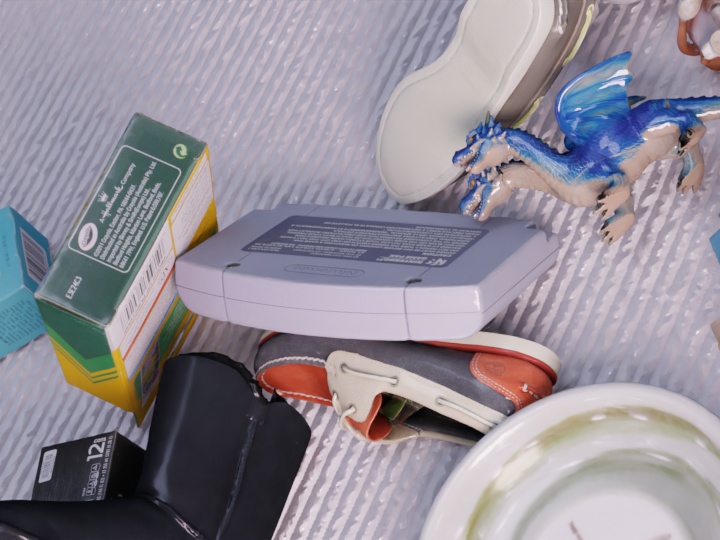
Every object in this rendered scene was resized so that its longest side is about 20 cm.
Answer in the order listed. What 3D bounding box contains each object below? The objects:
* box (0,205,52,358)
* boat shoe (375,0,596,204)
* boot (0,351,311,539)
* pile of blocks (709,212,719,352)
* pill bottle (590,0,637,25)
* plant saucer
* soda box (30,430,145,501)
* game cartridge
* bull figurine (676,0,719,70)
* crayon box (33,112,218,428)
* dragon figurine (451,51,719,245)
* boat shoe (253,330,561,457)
[{"bbox_3d":[-0.303,0.042,1.537,0.200,0.049,0.082,-30,47,12],"label":"box"},{"bbox_3d":[0.074,-0.110,1.344,0.072,0.060,0.202,58,139,20],"label":"boat shoe"},{"bbox_3d":[-0.125,0.121,1.268,0.076,0.200,0.168,-24,47,49],"label":"boot"},{"bbox_3d":[0.230,-0.037,1.220,0.082,0.062,0.200,31,72,0],"label":"pile of blocks"},{"bbox_3d":[0.164,-0.237,1.378,0.200,0.112,0.112,-48,46,-4],"label":"pill bottle"},{"bbox_3d":[0.124,0.156,1.167,0.200,0.050,0.200,-16,53,23],"label":"plant saucer"},{"bbox_3d":[-0.161,0.200,1.312,0.063,0.071,0.200,-14,53,33],"label":"soda box"},{"bbox_3d":[0.000,0.000,1.309,0.200,0.042,0.133,5,26,28],"label":"game cartridge"},{"bbox_3d":[0.265,-0.183,1.284,0.200,0.121,0.065,-39,79,15],"label":"bull figurine"},{"bbox_3d":[-0.136,0.005,1.350,0.052,0.200,0.126,24,71,9],"label":"crayon box"},{"bbox_3d":[0.148,-0.083,1.288,0.200,0.059,0.099,-35,60,-3],"label":"dragon figurine"},{"bbox_3d":[0.019,0.070,1.291,0.200,0.071,0.063,4,64,31],"label":"boat shoe"}]
